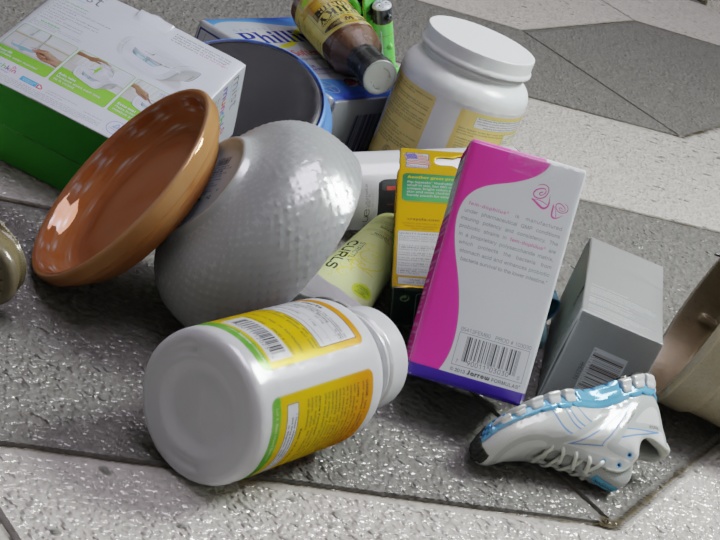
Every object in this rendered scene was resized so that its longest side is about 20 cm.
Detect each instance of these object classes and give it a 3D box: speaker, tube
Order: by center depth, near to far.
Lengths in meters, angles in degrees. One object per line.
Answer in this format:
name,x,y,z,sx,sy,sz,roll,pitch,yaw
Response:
tube,0.000,0.000,1.420,0.058,0.052,0.200,-11,16,24
speaker,0.064,-0.085,1.554,0.199,0.081,0.081,-3,30,-17

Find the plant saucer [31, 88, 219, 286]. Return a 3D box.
plant saucer,-0.184,-0.062,1.234,0.037,0.200,0.200,45,12,-28

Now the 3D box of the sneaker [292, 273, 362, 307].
sneaker,-0.051,0.032,1.299,0.200,0.075,0.087,39,11,29

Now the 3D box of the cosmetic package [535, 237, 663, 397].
cosmetic package,0.226,0.057,1.420,0.090,0.107,0.200,23,21,0

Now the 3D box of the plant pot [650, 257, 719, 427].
plant pot,0.392,0.091,1.420,0.183,0.201,0.200,35,23,0

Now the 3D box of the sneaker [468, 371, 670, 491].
sneaker,0.181,0.143,1.247,0.199,0.075,0.087,-10,70,-32

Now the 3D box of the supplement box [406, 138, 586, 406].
supplement box,0.110,0.002,1.281,0.101,0.201,0.103,16,-1,0

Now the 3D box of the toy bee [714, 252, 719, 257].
toy bee,0.397,0.070,1.578,0.200,0.109,0.131,44,11,-11

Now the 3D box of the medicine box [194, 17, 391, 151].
medicine box,-0.071,-0.199,1.718,0.200,0.103,0.182,34,26,24

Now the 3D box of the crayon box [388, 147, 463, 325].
crayon box,0.093,-0.030,1.421,0.125,0.052,0.200,4,43,0

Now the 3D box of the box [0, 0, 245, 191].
box,-0.238,-0.160,1.420,0.200,0.097,0.177,26,45,10

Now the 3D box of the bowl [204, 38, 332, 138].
bowl,-0.128,-0.160,1.541,0.200,0.039,0.201,2,50,-2

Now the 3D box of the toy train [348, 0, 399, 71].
toy train,0.022,-0.239,1.788,0.042,0.200,0.056,-30,44,-26

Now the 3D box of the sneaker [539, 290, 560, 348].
sneaker,0.153,0.020,1.488,0.082,0.074,0.200,21,34,-5

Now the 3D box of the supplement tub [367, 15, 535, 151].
supplement tub,0.095,-0.160,1.656,0.145,0.200,0.146,19,23,-8

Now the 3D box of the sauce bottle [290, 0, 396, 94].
sauce bottle,-0.015,-0.253,1.673,0.065,0.065,0.200,7,27,-31

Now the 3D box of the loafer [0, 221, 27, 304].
loafer,-0.321,-0.042,1.186,0.200,0.076,0.067,35,32,27

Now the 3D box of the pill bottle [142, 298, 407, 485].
pill bottle,-0.054,0.081,1.111,0.111,0.111,0.200,34,26,27

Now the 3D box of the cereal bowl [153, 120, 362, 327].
cereal bowl,-0.097,-0.045,1.222,0.083,0.200,0.200,40,14,-27
